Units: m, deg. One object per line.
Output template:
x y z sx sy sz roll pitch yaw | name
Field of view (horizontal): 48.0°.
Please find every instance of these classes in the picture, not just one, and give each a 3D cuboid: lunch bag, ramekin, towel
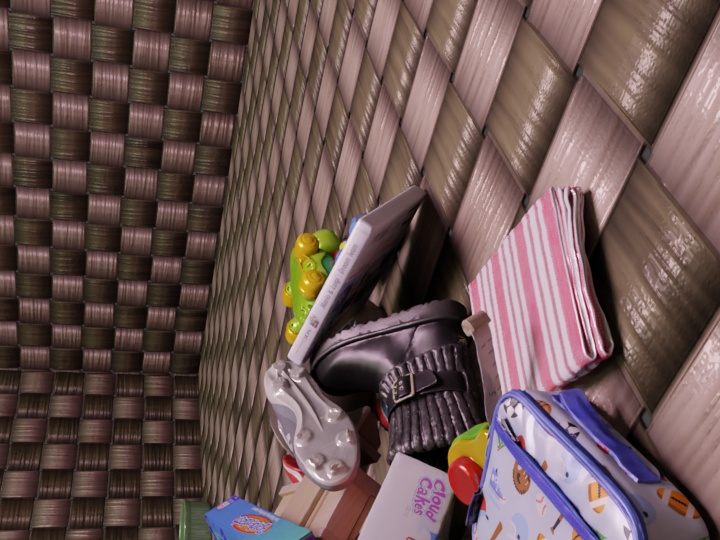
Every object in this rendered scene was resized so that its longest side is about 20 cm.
0.145 0.177 0.563 0.200 0.074 0.164 -131 47 -63 | lunch bag
-0.571 0.897 2.800 0.200 0.095 0.205 -176 90 -73 | ramekin
0.146 0.039 0.687 0.201 0.029 0.149 119 150 -60 | towel

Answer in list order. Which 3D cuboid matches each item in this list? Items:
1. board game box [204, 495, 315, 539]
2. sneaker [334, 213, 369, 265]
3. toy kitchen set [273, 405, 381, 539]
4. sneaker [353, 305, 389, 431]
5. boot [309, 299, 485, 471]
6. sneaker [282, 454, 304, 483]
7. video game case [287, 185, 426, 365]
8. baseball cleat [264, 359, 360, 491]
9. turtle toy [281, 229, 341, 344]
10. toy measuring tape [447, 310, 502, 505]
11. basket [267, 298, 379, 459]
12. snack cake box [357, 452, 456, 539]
-0.080 0.320 0.813 0.199 0.044 0.155 -10 103 60 | board game box
0.006 -0.016 1.091 0.200 0.064 0.080 126 153 -70 | sneaker
0.014 0.279 0.907 0.164 0.180 0.199 -57 12 -32 | toy kitchen set
0.049 0.096 0.953 0.094 0.069 0.202 -58 29 29 | sneaker
0.031 0.134 0.830 0.209 0.079 0.161 -25 55 34 | boot
-0.088 0.375 1.315 0.200 0.077 0.119 -166 81 -75 | sneaker
0.000 0.000 0.932 0.184 0.023 0.200 -61 -10 24 | video game case
-0.044 0.176 0.853 0.200 0.068 0.108 -127 19 -54 | baseball cleat
-0.063 0.015 1.268 0.147 0.099 0.203 111 157 -44 | turtle toy
0.099 0.131 0.684 0.073 0.072 0.204 -151 45 -72 | toy measuring tape
-0.041 0.140 1.124 0.182 0.133 0.203 -114 36 -44 | basket
0.037 0.287 0.769 0.116 0.066 0.203 -56 -23 -43 | snack cake box
